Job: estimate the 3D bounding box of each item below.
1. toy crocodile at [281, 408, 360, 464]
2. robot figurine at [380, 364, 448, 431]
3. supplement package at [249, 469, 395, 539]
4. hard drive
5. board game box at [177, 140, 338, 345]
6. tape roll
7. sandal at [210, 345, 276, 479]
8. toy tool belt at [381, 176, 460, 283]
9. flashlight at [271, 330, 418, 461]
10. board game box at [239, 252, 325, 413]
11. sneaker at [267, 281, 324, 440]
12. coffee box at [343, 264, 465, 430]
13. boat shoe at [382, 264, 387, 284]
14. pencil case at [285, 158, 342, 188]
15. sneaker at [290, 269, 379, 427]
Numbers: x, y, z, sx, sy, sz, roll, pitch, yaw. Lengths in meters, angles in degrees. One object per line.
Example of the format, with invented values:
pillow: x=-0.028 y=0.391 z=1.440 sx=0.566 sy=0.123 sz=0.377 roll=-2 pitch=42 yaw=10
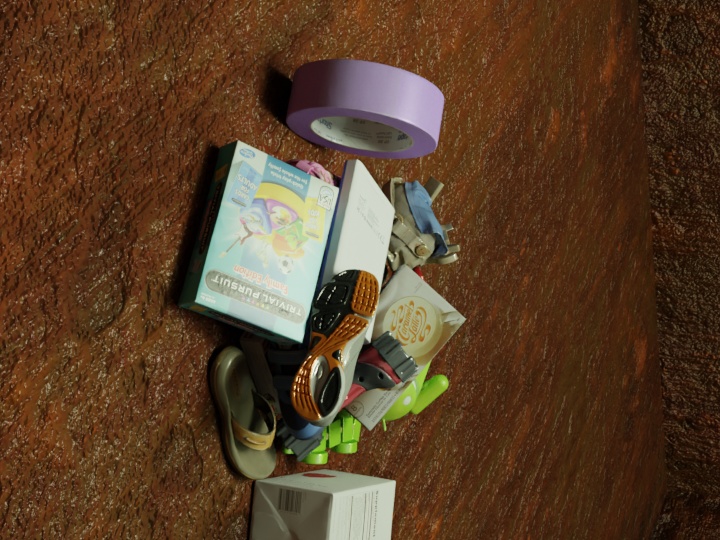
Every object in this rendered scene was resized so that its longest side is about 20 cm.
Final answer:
toy crocodile: x=-0.053 y=0.226 z=1.668 sx=0.200 sy=0.061 sz=0.068 roll=-4 pitch=97 yaw=-60
robot figurine: x=0.042 y=0.137 z=1.769 sx=0.175 sy=0.115 sz=0.201 roll=45 pitch=45 yaw=-21
supplement package: x=-0.049 y=0.341 z=1.613 sx=0.200 sy=0.120 sz=0.121 roll=10 pitch=84 yaw=-65
hard drive: x=-0.004 y=-0.023 z=1.555 sx=0.132 sy=0.025 sz=0.201 roll=51 pitch=43 yaw=-52
board game box: x=-0.117 y=-0.031 z=1.417 sx=0.150 sy=0.047 sz=0.201 roll=23 pitch=71 yaw=-31
tape roll: x=0.006 y=-0.206 z=1.549 sx=0.200 sy=0.199 sz=0.066 roll=29 pitch=69 yaw=-62
sandal: x=-0.135 y=0.183 z=1.486 sx=0.080 sy=0.054 sz=0.201 roll=-53 pitch=140 yaw=-48
toy tool belt: x=0.087 y=-0.054 z=1.748 sx=0.125 sy=0.122 sz=0.201 roll=64 pitch=5 yaw=-46
flashlight: x=-0.018 y=0.166 z=1.553 sx=0.200 sy=0.068 sz=0.068 roll=-41 pitch=100 yaw=-6
board game box: x=-0.088 y=0.075 z=1.588 sx=0.200 sy=0.034 sz=0.127 roll=-59 pitch=144 yaw=-43
sneaker: x=-0.080 y=0.110 z=1.492 sx=0.082 sy=0.073 sz=0.202 roll=16 pitch=71 yaw=-64
coffee box: x=0.033 y=0.104 z=1.633 sx=0.200 sy=0.114 sz=0.080 roll=-48 pitch=-177 yaw=-4
boat shoe: x=0.000 y=0.003 z=1.666 sx=0.199 sy=0.068 sz=0.074 roll=26 pitch=56 yaw=-77
pencil case: x=-0.045 y=-0.091 z=1.598 sx=0.200 sy=0.082 sz=0.087 roll=13 pitch=69 yaw=-63
sneaker: x=-0.031 y=0.095 z=1.444 sx=0.092 sy=0.075 sz=0.201 roll=84 pitch=27 yaw=-68
